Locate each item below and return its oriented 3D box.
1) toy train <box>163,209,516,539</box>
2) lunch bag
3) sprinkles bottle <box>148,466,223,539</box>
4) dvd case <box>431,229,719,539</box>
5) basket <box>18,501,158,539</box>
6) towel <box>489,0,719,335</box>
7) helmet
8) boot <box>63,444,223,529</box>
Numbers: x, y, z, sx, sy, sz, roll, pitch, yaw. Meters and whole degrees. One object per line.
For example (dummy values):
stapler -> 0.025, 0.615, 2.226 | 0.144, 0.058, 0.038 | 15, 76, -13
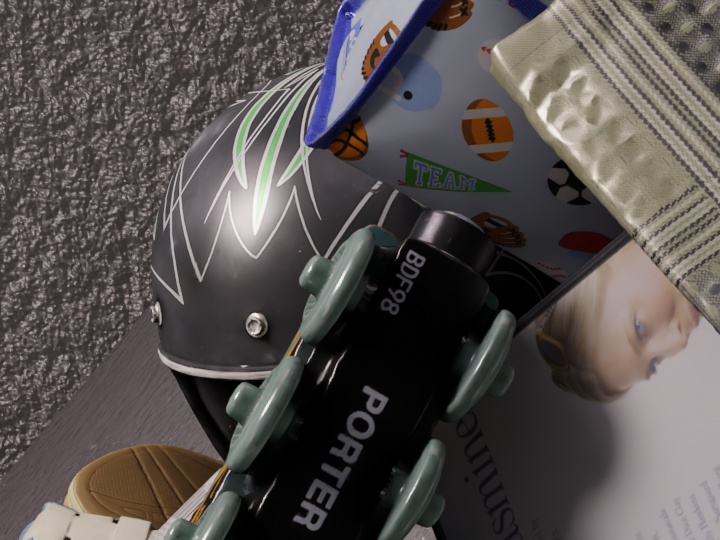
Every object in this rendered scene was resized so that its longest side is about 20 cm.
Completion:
toy train -> -0.015, 0.070, 0.833 | 0.200, 0.085, 0.114 | -62, 7, -14
lunch bag -> 0.101, -0.096, 0.894 | 0.200, 0.170, 0.124 | -48, 21, 36
sprinkles bottle -> -0.066, 0.135, 0.906 | 0.200, 0.068, 0.068 | -45, 8, -15
dvd case -> 0.100, 0.063, 0.818 | 0.200, 0.018, 0.143 | -43, 55, 34
basket -> -0.145, 0.237, 1.196 | 0.176, 0.139, 0.200 | -73, 0, -48
towel -> 0.170, -0.063, 0.771 | 0.193, 0.200, 0.035 | -38, -29, 2
helmet -> 0.000, 0.000, 1.031 | 0.200, 0.191, 0.200 | -15, 41, 13
boot -> -0.122, 0.169, 1.323 | 0.155, 0.073, 0.200 | -46, -26, 27
